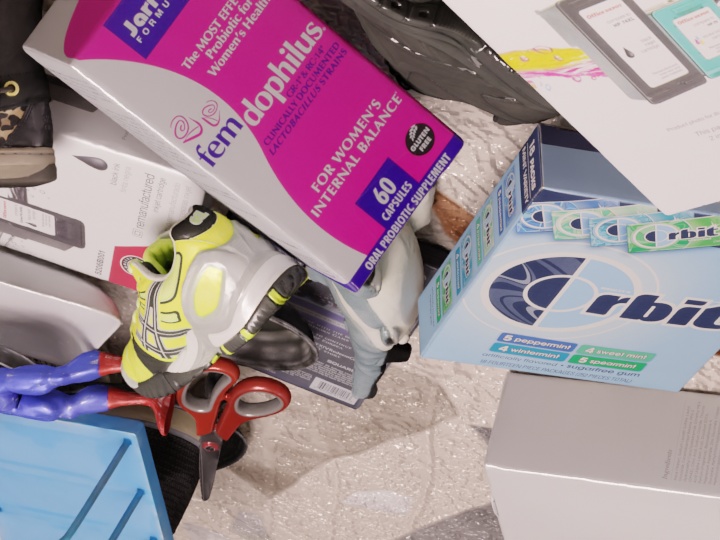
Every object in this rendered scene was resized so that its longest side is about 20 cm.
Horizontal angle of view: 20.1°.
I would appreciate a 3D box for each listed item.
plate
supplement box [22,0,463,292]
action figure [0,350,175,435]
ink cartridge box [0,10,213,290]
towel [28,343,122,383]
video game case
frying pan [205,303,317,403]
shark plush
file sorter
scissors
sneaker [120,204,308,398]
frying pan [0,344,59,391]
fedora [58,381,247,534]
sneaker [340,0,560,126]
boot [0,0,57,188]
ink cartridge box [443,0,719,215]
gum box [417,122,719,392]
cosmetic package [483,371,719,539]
[{"bbox_3d":[-0.257,0.008,1.296,0.199,0.032,0.200,19,164,-11],"label":"plate"},{"bbox_3d":[-0.061,-0.092,1.061,0.200,0.101,0.103,37,176,-24],"label":"supplement box"},{"bbox_3d":[-0.228,0.096,1.297,0.199,0.099,0.065,2,133,11],"label":"action figure"},{"bbox_3d":[-0.182,-0.076,1.191,0.199,0.084,0.145,18,148,-2],"label":"ink cartridge box"},{"bbox_3d":[-0.279,0.027,1.434,0.192,0.035,0.200,5,145,19],"label":"towel"},{"bbox_3d":[-0.035,0.018,1.319,0.142,0.019,0.200,22,146,-7],"label":"video game case"},{"bbox_3d":[-0.072,0.050,1.325,0.115,0.031,0.190,8,159,19],"label":"frying pan"},{"bbox_3d":[0.000,0.000,1.233,0.083,0.091,0.200,18,154,22],"label":"shark plush"},{"bbox_3d":[-0.213,0.203,1.371,0.138,0.123,0.200,8,131,20],"label":"file sorter"},{"bbox_3d":[-0.106,0.109,1.378,0.073,0.014,0.200,15,148,-16],"label":"scissors"},{"bbox_3d":[-0.097,0.014,1.168,0.076,0.075,0.200,46,147,-4],"label":"sneaker"},{"bbox_3d":[-0.282,0.060,1.373,0.190,0.031,0.115,31,149,-16],"label":"frying pan"},{"bbox_3d":[-0.176,0.152,1.478,0.200,0.092,0.201,5,159,2],"label":"fedora"},{"bbox_3d":[0.030,-0.129,1.029,0.200,0.076,0.091,34,152,-19],"label":"sneaker"},{"bbox_3d":[-0.251,-0.122,1.056,0.199,0.151,0.073,4,180,-20],"label":"boot"},{"bbox_3d":[0.141,-0.153,0.871,0.146,0.147,0.200,-18,132,43],"label":"ink cartridge box"},{"bbox_3d":[0.143,-0.001,1.144,0.169,0.045,0.200,9,149,-15],"label":"gum box"},{"bbox_3d":[0.189,0.137,1.332,0.199,0.081,0.113,8,145,17],"label":"cosmetic package"}]
